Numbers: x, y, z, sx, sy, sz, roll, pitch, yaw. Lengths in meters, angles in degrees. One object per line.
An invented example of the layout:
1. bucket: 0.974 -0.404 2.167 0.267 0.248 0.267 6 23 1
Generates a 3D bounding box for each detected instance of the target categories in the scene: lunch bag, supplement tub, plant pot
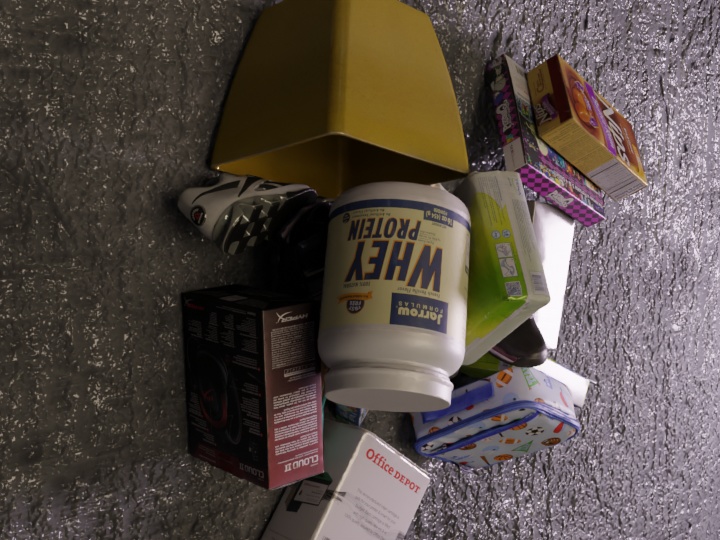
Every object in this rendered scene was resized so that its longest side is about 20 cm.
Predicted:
1. lunch bag: 0.165 0.192 1.286 0.160 0.199 0.076 25 47 -44
2. supplement tub: 0.033 0.029 0.989 0.145 0.144 0.201 21 67 -43
3. plant pot: -0.019 -0.189 1.063 0.199 0.199 0.178 11 76 -43

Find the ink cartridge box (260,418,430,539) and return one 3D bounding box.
1. ink cartridge box: -0.022 0.297 1.190 0.146 0.084 0.201 43 67 -39

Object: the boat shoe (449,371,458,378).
1. boat shoe: 0.096 0.066 1.251 0.063 0.071 0.201 -23 130 -36

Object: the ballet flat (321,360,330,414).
1. ballet flat: -0.064 0.138 1.097 0.071 0.071 0.201 -32 147 -36

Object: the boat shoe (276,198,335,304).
1. boat shoe: -0.014 -0.046 1.101 0.200 0.074 0.093 -42 146 -35

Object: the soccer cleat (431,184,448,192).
1. soccer cleat: 0.079 -0.091 1.235 0.069 0.077 0.201 -46 124 -29

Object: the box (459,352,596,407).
1. box: 0.217 0.139 1.369 0.200 0.121 0.048 28 73 -42

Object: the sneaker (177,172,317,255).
1. sneaker: -0.116 -0.072 1.061 0.074 0.088 0.200 -62 161 16

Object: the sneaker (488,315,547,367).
1. sneaker: 0.172 0.021 1.247 0.075 0.200 0.116 -10 131 -26

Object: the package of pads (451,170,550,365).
1. package of pads: 0.121 -0.001 1.091 0.068 0.200 0.155 -1 66 -23

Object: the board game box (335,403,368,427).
1. board game box: 0.015 0.096 1.149 0.136 0.034 0.200 -61 171 -18

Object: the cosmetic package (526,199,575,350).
1. cosmetic package: 0.224 0.005 1.384 0.106 0.090 0.201 11 85 -45

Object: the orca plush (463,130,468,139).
1. orca plush: 0.075 -0.179 1.180 0.071 0.200 0.106 -32 107 5

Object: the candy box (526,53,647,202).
1. candy box: 0.309 -0.191 1.368 0.200 0.056 0.117 31 43 -41

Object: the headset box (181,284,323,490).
1. headset box: -0.112 0.124 1.036 0.075 0.148 0.202 -9 101 -41

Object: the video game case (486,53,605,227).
1. video game case: 0.252 -0.173 1.361 0.199 0.036 0.182 25 48 -43
